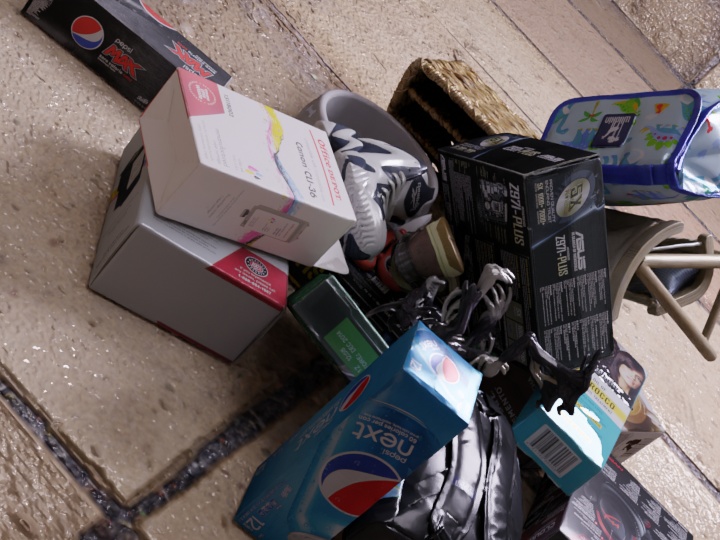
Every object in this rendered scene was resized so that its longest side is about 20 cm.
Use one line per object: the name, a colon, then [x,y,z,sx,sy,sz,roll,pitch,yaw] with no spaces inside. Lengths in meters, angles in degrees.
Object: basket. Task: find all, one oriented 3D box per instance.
basket: [0.117,-0.147,1.423,0.200,0.143,0.149,47,24,11]

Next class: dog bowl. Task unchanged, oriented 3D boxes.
dog bowl: [0.007,-0.126,1.347,0.200,0.059,0.200,32,31,-22]

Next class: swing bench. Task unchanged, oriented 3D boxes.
swing bench: [0.276,-0.005,1.273,0.200,0.130,0.199,21,0,-38]

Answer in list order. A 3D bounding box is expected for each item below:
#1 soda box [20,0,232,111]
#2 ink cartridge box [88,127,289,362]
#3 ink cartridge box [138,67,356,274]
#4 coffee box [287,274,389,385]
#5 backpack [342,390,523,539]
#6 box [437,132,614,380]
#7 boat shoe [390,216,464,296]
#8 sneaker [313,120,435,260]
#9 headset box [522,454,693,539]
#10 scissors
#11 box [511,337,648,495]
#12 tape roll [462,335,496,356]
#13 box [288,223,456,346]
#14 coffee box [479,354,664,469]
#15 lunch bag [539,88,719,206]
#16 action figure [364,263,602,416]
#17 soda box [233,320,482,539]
soda box: [-0.229,-0.224,1.162,0.200,0.063,0.071,40,29,-11]
ink cartridge box: [-0.140,-0.040,1.018,0.145,0.083,0.200,31,32,-23]
ink cartridge box: [-0.080,-0.079,0.988,0.200,0.067,0.117,19,39,-38]
coffee box: [-0.011,0.062,0.982,0.123,0.044,0.200,52,-4,-5]
backpack: [0.062,0.176,0.960,0.163,0.154,0.200,36,50,-21]
box: [0.158,-0.020,1.132,0.086,0.201,0.164,-15,19,-21]
boat shoe: [0.059,-0.010,1.114,0.200,0.065,0.074,69,5,-80]
sneaker: [0.026,-0.073,1.157,0.129,0.080,0.199,9,26,-23]
headset box: [0.228,0.271,1.102,0.149,0.075,0.200,44,29,-1]
scissors: [0.035,-0.040,1.220,0.073,0.014,0.200,39,30,-7]
box: [0.215,0.128,1.133,0.082,0.049,0.200,45,33,2]
tape roll: [0.158,0.030,1.352,0.200,0.048,0.201,32,31,-22]
box: [0.000,0.000,1.185,0.200,0.049,0.160,47,26,3]
coffee box: [0.222,0.145,1.250,0.200,0.080,0.113,9,46,-46]
lunch bag: [0.286,-0.121,1.208,0.200,0.170,0.128,-28,113,-47]
action figure: [0.107,0.050,1.021,0.199,0.102,0.119,24,-3,6]
soda box: [-0.004,0.130,0.853,0.064,0.200,0.068,40,29,-9]
